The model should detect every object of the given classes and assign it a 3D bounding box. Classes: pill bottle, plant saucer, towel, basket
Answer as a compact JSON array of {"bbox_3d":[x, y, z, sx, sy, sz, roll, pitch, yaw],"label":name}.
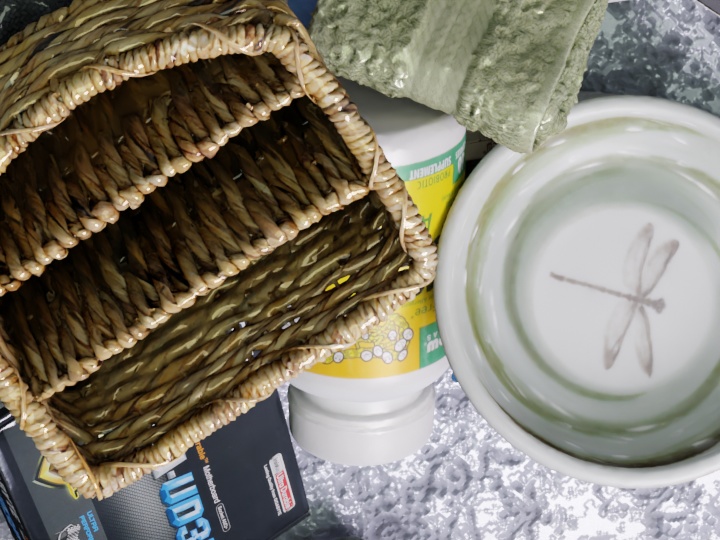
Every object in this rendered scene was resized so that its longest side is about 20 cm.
[{"bbox_3d":[0.000,0.000,0.897,0.112,0.113,0.201,-3,117,-6],"label":"pill bottle"},{"bbox_3d":[0.136,0.012,0.852,0.199,0.050,0.201,0,80,1],"label":"plant saucer"},{"bbox_3d":[0.065,-0.168,0.843,0.148,0.037,0.201,22,73,8],"label":"towel"},{"bbox_3d":[-0.090,-0.028,0.723,0.199,0.149,0.143,-32,139,3],"label":"basket"}]

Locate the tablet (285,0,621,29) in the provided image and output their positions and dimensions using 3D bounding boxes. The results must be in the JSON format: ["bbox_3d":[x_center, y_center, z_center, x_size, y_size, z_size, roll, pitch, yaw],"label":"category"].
[{"bbox_3d":[0.046,-0.188,0.875,0.199,0.014,0.131,-10,72,-3],"label":"tablet"}]

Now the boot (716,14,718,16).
[{"bbox_3d":[0.258,-0.105,0.929,0.150,0.073,0.200,40,107,-11],"label":"boot"}]

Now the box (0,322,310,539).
[{"bbox_3d":[-0.117,0.100,0.892,0.159,0.046,0.201,-32,135,-22],"label":"box"}]

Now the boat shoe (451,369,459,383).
[{"bbox_3d":[0.145,0.059,0.934,0.199,0.069,0.085,-14,129,-28],"label":"boat shoe"}]

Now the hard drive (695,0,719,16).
[{"bbox_3d":[0.199,-0.230,0.849,0.139,0.038,0.201,30,67,-12],"label":"hard drive"}]

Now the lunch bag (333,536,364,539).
[{"bbox_3d":[-0.028,0.280,0.984,0.199,0.140,0.168,-30,124,4],"label":"lunch bag"}]

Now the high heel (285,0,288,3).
[{"bbox_3d":[-0.089,-0.172,0.837,0.095,0.067,0.201,1,83,20],"label":"high heel"}]

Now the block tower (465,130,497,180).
[{"bbox_3d":[0.071,-0.070,0.926,0.054,0.058,0.201,-9,109,-4],"label":"block tower"}]

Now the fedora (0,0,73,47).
[{"bbox_3d":[-0.166,-0.087,0.807,0.200,0.092,0.201,-12,126,-17],"label":"fedora"}]

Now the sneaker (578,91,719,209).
[{"bbox_3d":[0.180,-0.032,0.914,0.199,0.074,0.082,27,120,21],"label":"sneaker"}]
